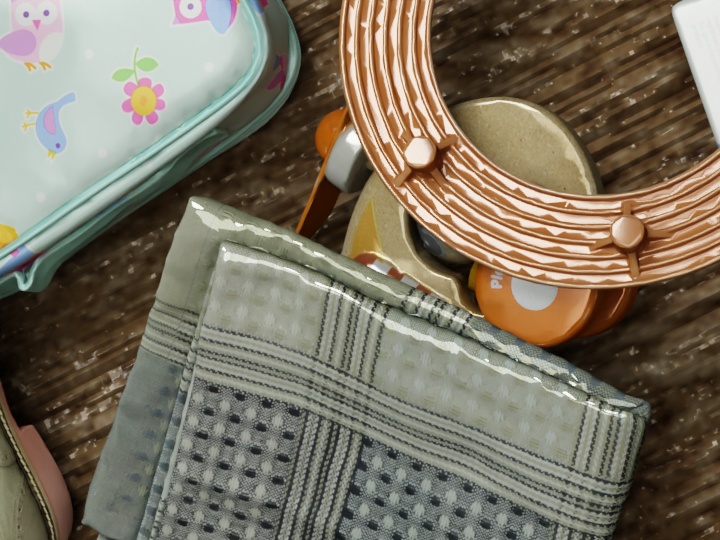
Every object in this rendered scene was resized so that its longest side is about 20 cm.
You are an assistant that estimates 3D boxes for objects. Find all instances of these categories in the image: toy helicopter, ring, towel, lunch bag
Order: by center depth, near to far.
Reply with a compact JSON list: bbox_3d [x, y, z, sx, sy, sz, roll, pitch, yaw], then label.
[{"bbox_3d":[0.087,-0.092,1.012,0.200,0.019,0.201,-3,76,12],"label":"ring"},{"bbox_3d":[-0.007,0.091,1.051,0.200,0.035,0.193,25,120,14],"label":"towel"},{"bbox_3d":[0.000,0.000,1.072,0.200,0.079,0.133,-31,83,17],"label":"toy helicopter"},{"bbox_3d":[-0.133,-0.083,1.103,0.200,0.077,0.161,-33,86,11],"label":"lunch bag"}]

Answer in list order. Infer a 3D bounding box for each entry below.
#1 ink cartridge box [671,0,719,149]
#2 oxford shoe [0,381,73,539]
[{"bbox_3d":[0.229,-0.076,1.024,0.199,0.068,0.115,-20,82,12],"label":"ink cartridge box"},{"bbox_3d":[-0.176,0.053,1.061,0.071,0.074,0.200,-21,116,26],"label":"oxford shoe"}]
